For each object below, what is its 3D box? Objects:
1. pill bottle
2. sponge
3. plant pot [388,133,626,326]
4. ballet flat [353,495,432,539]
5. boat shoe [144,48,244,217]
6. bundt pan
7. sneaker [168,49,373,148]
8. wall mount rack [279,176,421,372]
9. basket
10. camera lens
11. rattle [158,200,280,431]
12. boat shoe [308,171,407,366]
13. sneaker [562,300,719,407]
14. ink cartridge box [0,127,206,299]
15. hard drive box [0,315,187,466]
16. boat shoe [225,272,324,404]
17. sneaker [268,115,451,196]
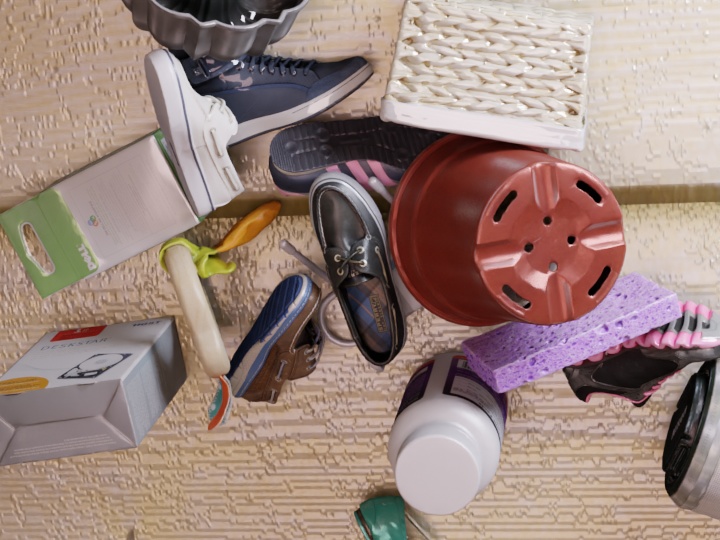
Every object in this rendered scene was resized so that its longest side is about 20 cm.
[{"bbox_3d":[0.088,0.167,1.662,0.110,0.200,0.112,3,107,9],"label":"pill bottle"},{"bbox_3d":[0.207,0.060,1.636,0.199,0.112,0.030,-21,105,-7],"label":"sponge"},{"bbox_3d":[0.147,-0.033,1.570,0.199,0.195,0.203,-2,96,-14],"label":"plant pot"},{"bbox_3d":[0.058,0.333,1.798,0.070,0.067,0.201,-22,104,0],"label":"ballet flat"},{"bbox_3d":[-0.156,-0.141,1.615,0.069,0.071,0.201,-25,133,-10],"label":"boat shoe"},{"bbox_3d":[-0.144,-0.278,1.593,0.200,0.203,0.076,22,139,2],"label":"bundt pan"},{"bbox_3d":[-0.100,-0.215,1.653,0.201,0.077,0.147,-18,105,15],"label":"sneaker"},{"bbox_3d":[0.020,0.000,1.698,0.199,0.075,0.174,-34,98,16],"label":"wall mount rack"},{"bbox_3d":[0.129,-0.197,1.595,0.198,0.136,0.124,10,104,6],"label":"basket"},{"bbox_3d":[0.411,0.182,1.645,0.198,0.160,0.161,18,108,3],"label":"camera lens"},{"bbox_3d":[-0.122,0.051,1.705,0.142,0.130,0.201,-16,67,-20],"label":"rattle"},{"bbox_3d":[0.000,0.000,1.636,0.068,0.057,0.201,-17,106,13],"label":"boat shoe"},{"bbox_3d":[0.289,0.092,1.671,0.199,0.079,0.096,-9,114,36],"label":"sneaker"},{"bbox_3d":[-0.267,-0.061,1.734,0.199,0.059,0.104,-25,101,15],"label":"ink cartridge box"},{"bbox_3d":[-0.283,0.123,1.717,0.154,0.200,0.077,-8,105,10],"label":"hard drive box"},{"bbox_3d":[-0.076,0.073,1.719,0.072,0.073,0.200,24,141,-13],"label":"boat shoe"},{"bbox_3d":[0.005,-0.110,1.682,0.198,0.082,0.071,0,63,-5],"label":"sneaker"}]
